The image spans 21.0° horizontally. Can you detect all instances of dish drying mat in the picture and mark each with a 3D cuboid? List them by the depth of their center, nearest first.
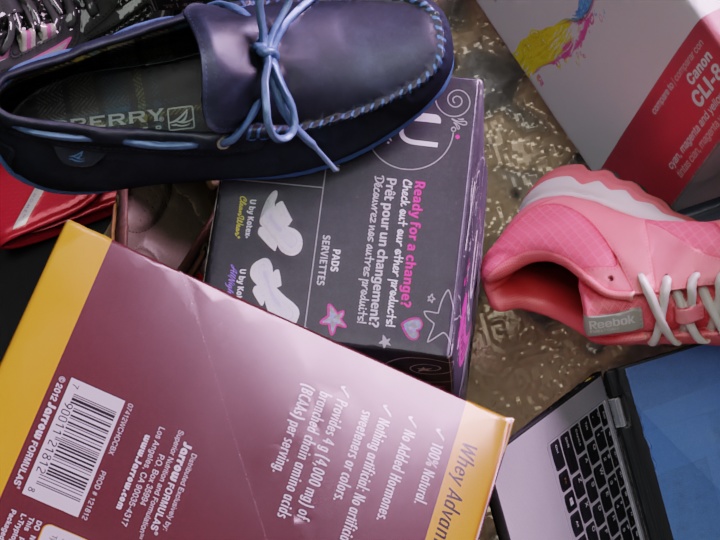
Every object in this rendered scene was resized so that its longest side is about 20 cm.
[{"bbox_3d":[-0.186,-0.109,1.044,0.076,0.018,0.202,-21,67,-1],"label":"dish drying mat"}]

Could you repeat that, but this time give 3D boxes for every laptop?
[{"bbox_3d":[0.167,0.135,0.882,0.115,0.200,0.189,-12,97,33],"label":"laptop"}]

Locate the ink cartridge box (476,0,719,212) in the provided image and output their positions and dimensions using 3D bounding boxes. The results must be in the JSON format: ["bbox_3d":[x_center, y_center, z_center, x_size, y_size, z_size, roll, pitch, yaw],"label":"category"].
[{"bbox_3d":[0.161,-0.151,0.961,0.144,0.145,0.201,-25,71,-25],"label":"ink cartridge box"}]

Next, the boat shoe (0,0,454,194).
[{"bbox_3d":[-0.057,-0.071,0.801,0.198,0.069,0.085,-18,72,1],"label":"boat shoe"}]

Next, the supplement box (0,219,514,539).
[{"bbox_3d":[-0.073,0.126,0.780,0.198,0.133,0.199,24,59,-7],"label":"supplement box"}]

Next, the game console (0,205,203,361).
[{"bbox_3d":[-0.168,0.061,1.004,0.176,0.031,0.201,34,78,18],"label":"game console"}]

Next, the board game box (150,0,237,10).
[{"bbox_3d":[-0.044,-0.232,0.971,0.134,0.028,0.202,-5,72,4],"label":"board game box"}]

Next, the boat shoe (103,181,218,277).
[{"bbox_3d":[-0.089,-0.051,0.981,0.072,0.072,0.201,27,56,-8],"label":"boat shoe"}]

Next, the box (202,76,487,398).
[{"bbox_3d":[0.000,0.000,0.917,0.113,0.200,0.134,5,74,6],"label":"box"}]

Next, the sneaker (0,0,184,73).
[{"bbox_3d":[-0.174,-0.112,0.983,0.199,0.086,0.080,-38,65,-3],"label":"sneaker"}]

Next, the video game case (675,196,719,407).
[{"bbox_3d":[0.240,0.047,0.941,0.142,0.019,0.202,-18,98,-2],"label":"video game case"}]

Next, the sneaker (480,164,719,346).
[{"bbox_3d":[0.141,0.012,0.869,0.199,0.074,0.087,11,37,38],"label":"sneaker"}]
